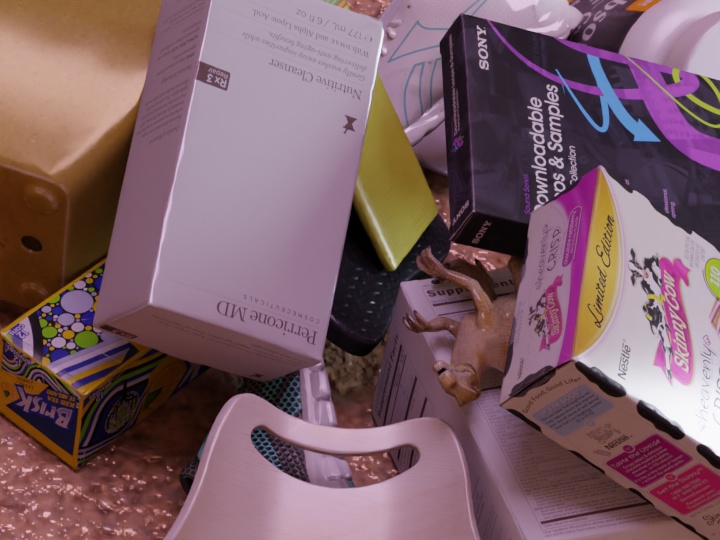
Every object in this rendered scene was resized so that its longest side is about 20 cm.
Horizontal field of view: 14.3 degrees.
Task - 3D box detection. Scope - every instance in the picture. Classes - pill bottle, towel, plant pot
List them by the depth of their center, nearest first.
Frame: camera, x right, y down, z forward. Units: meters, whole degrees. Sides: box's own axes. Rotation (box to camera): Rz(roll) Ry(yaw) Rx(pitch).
[{"bbox_3d":[-0.190,-0.091,1.684,0.193,0.196,0.200,19,50,7],"label":"plant pot"},{"bbox_3d":[-0.013,-0.103,1.690,0.018,0.201,0.086,-16,19,30],"label":"towel"},{"bbox_3d":[0.189,-0.118,1.781,0.116,0.117,0.200,-11,11,-23],"label":"pill bottle"}]

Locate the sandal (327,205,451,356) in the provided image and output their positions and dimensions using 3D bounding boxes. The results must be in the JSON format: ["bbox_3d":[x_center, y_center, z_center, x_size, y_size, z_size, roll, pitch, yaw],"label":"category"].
[{"bbox_3d":[0.000,0.000,1.717,0.075,0.045,0.200,39,31,-2],"label":"sandal"}]

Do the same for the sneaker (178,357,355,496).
[{"bbox_3d":[-0.058,0.099,1.595,0.091,0.078,0.200,-4,44,-11],"label":"sneaker"}]

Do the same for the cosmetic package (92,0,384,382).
[{"bbox_3d":[-0.066,-0.051,1.566,0.112,0.081,0.201,17,70,-25],"label":"cosmetic package"}]

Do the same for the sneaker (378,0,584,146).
[{"bbox_3d":[0.037,-0.127,1.774,0.080,0.200,0.070,54,5,-6],"label":"sneaker"}]

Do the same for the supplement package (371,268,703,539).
[{"bbox_3d":[0.096,0.105,1.594,0.113,0.110,0.200,-7,47,-20],"label":"supplement package"}]

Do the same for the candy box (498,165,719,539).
[{"bbox_3d":[0.172,0.056,1.502,0.200,0.061,0.137,32,46,-23],"label":"candy box"}]

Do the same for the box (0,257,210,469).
[{"bbox_3d":[-0.119,0.027,1.660,0.070,0.064,0.200,34,48,22],"label":"box"}]

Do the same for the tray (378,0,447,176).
[{"bbox_3d":[0.052,-0.131,1.894,0.107,0.022,0.200,24,44,11],"label":"tray"}]

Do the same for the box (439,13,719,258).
[{"bbox_3d":[0.142,-0.060,1.600,0.199,0.036,0.144,11,52,-18],"label":"box"}]

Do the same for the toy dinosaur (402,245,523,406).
[{"bbox_3d":[0.089,0.021,1.573,0.200,0.058,0.101,-25,67,-39],"label":"toy dinosaur"}]

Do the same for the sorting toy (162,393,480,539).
[{"bbox_3d":[-0.016,0.152,1.484,0.199,0.107,0.181,8,64,-6],"label":"sorting toy"}]
